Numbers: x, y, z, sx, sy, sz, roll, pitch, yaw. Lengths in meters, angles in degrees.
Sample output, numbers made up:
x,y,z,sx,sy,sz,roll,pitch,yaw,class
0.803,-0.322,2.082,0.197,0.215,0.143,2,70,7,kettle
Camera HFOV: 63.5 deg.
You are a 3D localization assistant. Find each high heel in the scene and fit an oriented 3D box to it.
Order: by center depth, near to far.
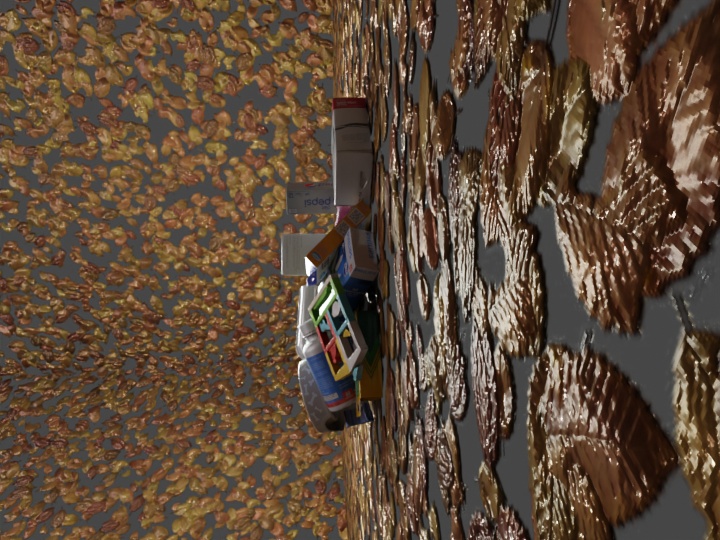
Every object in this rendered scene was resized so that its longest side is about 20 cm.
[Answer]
x,y,z,sx,sy,sz,roll,pitch,yaw,class
-0.027,-0.091,1.421,0.096,0.065,0.207,38,132,56,high heel

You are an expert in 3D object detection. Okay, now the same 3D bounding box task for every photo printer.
x,y,z,sx,sy,sz,roll,pitch,yaw,class
-0.108,0.157,1.583,0.165,0.067,0.208,27,-118,-56,photo printer

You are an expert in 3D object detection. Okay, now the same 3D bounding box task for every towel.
x,y,z,sx,sy,sz,roll,pitch,yaw,class
-0.031,0.277,1.422,0.146,0.023,0.207,-34,69,58,towel

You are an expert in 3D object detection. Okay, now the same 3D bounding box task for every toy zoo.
x,y,z,sx,sy,sz,roll,pitch,yaw,class
-0.043,0.129,1.169,0.132,0.020,0.205,-53,52,47,toy zoo

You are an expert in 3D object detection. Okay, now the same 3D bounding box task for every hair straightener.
x,y,z,sx,sy,sz,roll,pitch,yaw,class
0.005,0.007,1.255,0.202,0.039,0.079,-106,14,-57,hair straightener

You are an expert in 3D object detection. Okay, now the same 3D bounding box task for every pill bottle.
x,y,z,sx,sy,sz,roll,pitch,yaw,class
-0.064,0.199,1.307,0.205,0.110,0.112,64,175,0,pill bottle

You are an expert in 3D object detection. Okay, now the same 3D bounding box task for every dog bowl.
x,y,z,sx,sy,sz,roll,pitch,yaw,class
-0.096,0.301,1.428,0.200,0.057,0.207,-19,-89,-84,dog bowl

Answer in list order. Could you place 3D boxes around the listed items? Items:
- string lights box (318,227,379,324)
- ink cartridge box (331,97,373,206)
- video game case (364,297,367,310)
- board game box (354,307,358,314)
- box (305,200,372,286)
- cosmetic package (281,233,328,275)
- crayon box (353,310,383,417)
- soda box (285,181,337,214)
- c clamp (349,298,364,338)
x,y,z,sx,sy,sz,roll,pitch,yaw,class
-0.028,0.020,1.224,0.202,0.057,0.105,120,151,-43,string lights box
-0.022,-0.264,1.292,0.150,0.080,0.204,94,173,-46,ink cartridge box
0.000,0.000,1.489,0.183,0.021,0.207,-101,10,-64,video game case
-0.053,0.096,1.387,0.200,0.029,0.098,-44,35,50,board game box
-0.056,-0.052,1.271,0.041,0.200,0.119,43,164,10,box
-0.111,-0.042,1.539,0.085,0.192,0.112,180,91,-83,cosmetic package
0.014,0.197,1.210,0.126,0.050,0.208,106,162,-75,crayon box
-0.090,-0.184,1.467,0.069,0.192,0.066,-101,10,-65,soda box
-0.021,0.088,1.383,0.201,0.026,0.176,129,149,-49,c clamp
